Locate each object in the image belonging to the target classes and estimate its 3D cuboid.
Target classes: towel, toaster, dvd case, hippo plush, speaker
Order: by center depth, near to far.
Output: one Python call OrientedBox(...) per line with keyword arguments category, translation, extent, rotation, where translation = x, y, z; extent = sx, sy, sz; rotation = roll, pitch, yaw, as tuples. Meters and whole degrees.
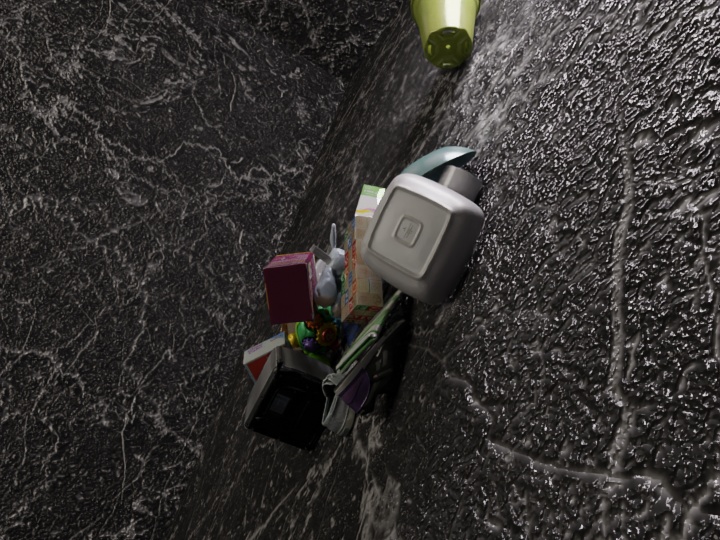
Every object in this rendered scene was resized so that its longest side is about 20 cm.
OrientedBox(category="speaker", translation=(0.154, -0.092, 1.069), extent=(0.204, 0.080, 0.081), rotation=(-65, 15, 1))
OrientedBox(category="towel", translation=(0.032, 0.111, 1.152), extent=(0.153, 0.023, 0.200), rotation=(-52, -2, 39))
OrientedBox(category="toaster", translation=(-0.156, 0.290, 1.318), extent=(0.203, 0.178, 0.119), rotation=(-61, 20, 13))
OrientedBox(category="hippo plush", translation=(-0.058, 0.035, 1.347), extent=(0.160, 0.200, 0.161), rotation=(-47, 1, -20))
OrientedBox(category="dvd case", translation=(0.014, 0.078, 1.391), extent=(0.203, 0.017, 0.143), rotation=(-63, 15, 10))

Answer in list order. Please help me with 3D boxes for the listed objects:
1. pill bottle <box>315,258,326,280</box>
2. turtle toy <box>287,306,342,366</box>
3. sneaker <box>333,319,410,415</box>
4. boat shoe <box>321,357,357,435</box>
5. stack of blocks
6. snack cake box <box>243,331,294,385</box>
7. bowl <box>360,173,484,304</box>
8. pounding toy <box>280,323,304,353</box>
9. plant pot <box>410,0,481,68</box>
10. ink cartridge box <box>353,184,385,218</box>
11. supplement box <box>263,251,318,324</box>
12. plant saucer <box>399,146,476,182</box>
OrientedBox(category="pill bottle", translation=(-0.118, 0.033, 1.727), extent=(0.200, 0.109, 0.113), rotation=(-34, 34, 63))
OrientedBox(category="turtle toy", translation=(-0.107, 0.175, 1.456), extent=(0.100, 0.143, 0.205), rotation=(23, 107, 53))
OrientedBox(category="sneaker", translation=(0.042, 0.183, 1.061), extent=(0.200, 0.087, 0.076), rotation=(-45, -5, -26))
OrientedBox(category="boat shoe", translation=(-0.047, 0.256, 1.221), extent=(0.070, 0.070, 0.203), rotation=(-53, 19, 34))
OrientedBox(category="stack of blocks", translation=(0.000, 0.000, 1.221), extent=(0.115, 0.057, 0.205), rotation=(130, 143, -62))
OrientedBox(category="snack cake box", translation=(-0.195, 0.270, 1.403), extent=(0.113, 0.203, 0.067), rotation=(-24, 22, -1))
OrientedBox(category="bowl", translation=(0.096, -0.062, 1.003), extent=(0.074, 0.198, 0.204), rotation=(13, -74, -61))
OrientedBox(category="pounding toy", translation=(-0.179, 0.164, 1.578), extent=(0.184, 0.138, 0.206), rotation=(158, 106, -76))
OrientedBox(category="plant pot", translation=(0.231, -0.658, 1.524), extent=(0.200, 0.196, 0.188), rotation=(-43, 36, 52))
OrientedBox(category="ink cartridge box", translation=(0.013, -0.113, 1.524), extent=(0.118, 0.066, 0.204), rotation=(93, -169, -58))
OrientedBox(category="supplement box", translation=(-0.156, 0.037, 1.328), extent=(0.200, 0.100, 0.135), rotation=(-92, -4, -82))
OrientedBox(category="plant saucer", translation=(0.138, -0.204, 1.144), extent=(0.198, 0.039, 0.201), rotation=(-29, -3, -1))
